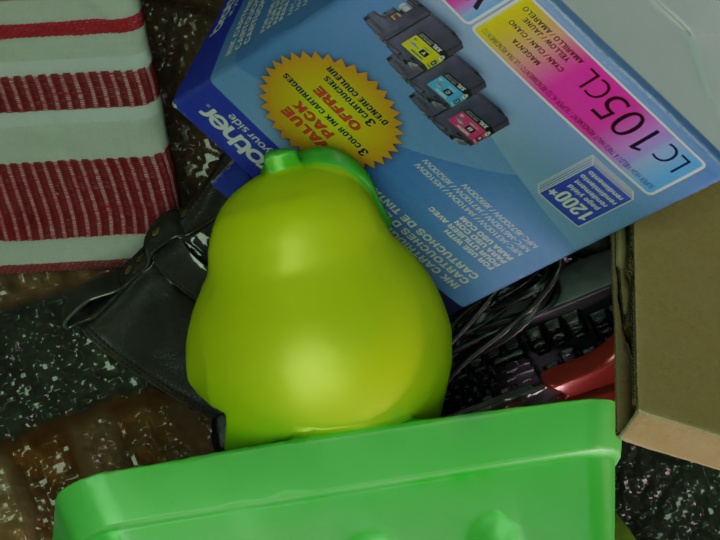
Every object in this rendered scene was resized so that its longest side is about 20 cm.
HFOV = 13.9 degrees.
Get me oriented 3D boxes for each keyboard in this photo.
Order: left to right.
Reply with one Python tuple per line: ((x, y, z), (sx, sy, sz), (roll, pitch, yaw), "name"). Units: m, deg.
((0.035, 0.048, 1.176), (0.199, 0.104, 0.040), (-24, 60, 6), "keyboard")

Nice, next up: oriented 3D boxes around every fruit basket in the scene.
((-0.013, 0.068, 1.047), (0.214, 0.156, 0.217), (3, 66, -7), "fruit basket")

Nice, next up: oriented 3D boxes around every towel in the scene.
((-0.149, -0.067, 1.152), (0.143, 0.200, 0.023), (-2, 51, 4), "towel")

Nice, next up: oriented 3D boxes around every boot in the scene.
((0.000, 0.000, 1.195), (0.199, 0.069, 0.175), (26, 112, -16), "boot")

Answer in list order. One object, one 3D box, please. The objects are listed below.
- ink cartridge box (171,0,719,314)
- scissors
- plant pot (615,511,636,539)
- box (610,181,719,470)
((0.030, -0.065, 1.057), (0.136, 0.077, 0.200), (41, 140, -19), "ink cartridge box")
((0.069, 0.045, 1.161), (0.199, 0.014, 0.073), (-6, 134, -28), "scissors")
((0.027, 0.174, 1.168), (0.199, 0.187, 0.188), (-28, 94, -9), "plant pot")
((0.184, 0.026, 1.071), (0.199, 0.164, 0.021), (18, 132, -13), "box")
